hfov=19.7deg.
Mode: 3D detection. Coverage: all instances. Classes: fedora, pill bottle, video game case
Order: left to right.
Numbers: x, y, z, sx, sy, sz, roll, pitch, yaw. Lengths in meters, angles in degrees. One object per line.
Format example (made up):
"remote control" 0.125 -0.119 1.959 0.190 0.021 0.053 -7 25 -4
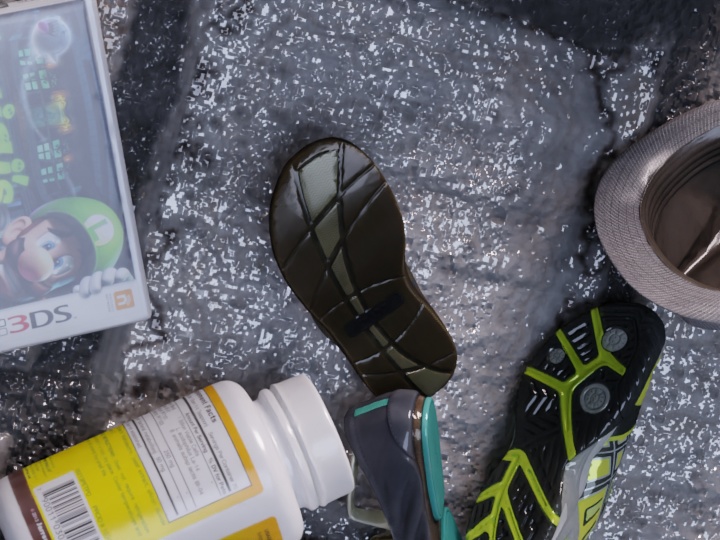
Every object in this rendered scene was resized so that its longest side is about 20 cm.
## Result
"video game case" -0.224 -0.047 1.188 0.182 0.023 0.200 -13 109 -14
"pill bottle" -0.109 0.136 1.230 0.200 0.109 0.109 -23 111 -9
"fedora" 0.250 -0.021 1.292 0.200 0.177 0.090 -29 141 -7

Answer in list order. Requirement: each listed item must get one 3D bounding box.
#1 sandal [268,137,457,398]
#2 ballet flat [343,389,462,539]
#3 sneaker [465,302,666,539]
"sandal" 0.000 0.000 1.261 0.082 0.055 0.200 -33 127 0
"ballet flat" 0.029 0.160 1.307 0.073 0.073 0.200 -21 121 -11
"sneaker" 0.136 0.111 1.332 0.200 0.075 0.076 -60 146 0
